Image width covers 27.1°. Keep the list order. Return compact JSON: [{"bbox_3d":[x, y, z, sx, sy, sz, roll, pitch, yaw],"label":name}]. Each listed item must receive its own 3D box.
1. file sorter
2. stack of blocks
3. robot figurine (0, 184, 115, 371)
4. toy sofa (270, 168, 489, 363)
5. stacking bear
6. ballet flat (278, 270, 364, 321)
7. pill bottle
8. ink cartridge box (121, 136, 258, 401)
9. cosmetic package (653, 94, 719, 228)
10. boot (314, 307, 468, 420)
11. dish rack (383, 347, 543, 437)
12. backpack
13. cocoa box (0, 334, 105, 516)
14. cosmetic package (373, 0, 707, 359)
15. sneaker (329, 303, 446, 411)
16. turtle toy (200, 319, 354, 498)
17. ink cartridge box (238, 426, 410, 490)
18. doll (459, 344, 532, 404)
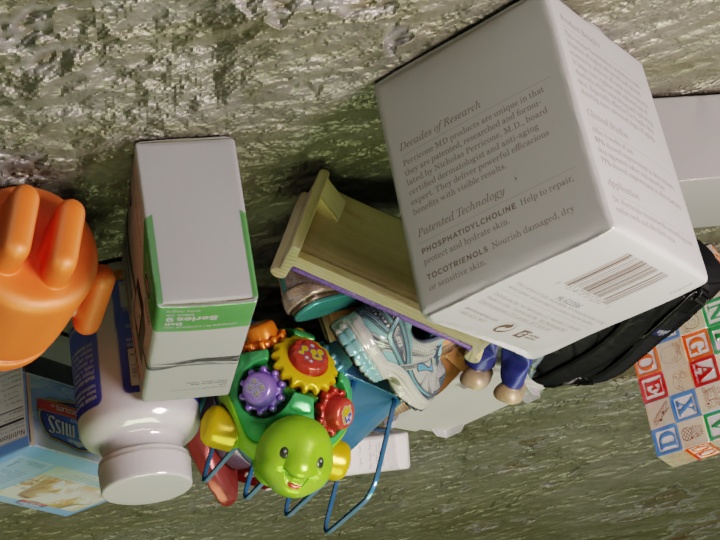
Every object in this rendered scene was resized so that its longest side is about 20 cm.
[{"bbox_3d":[-0.081,0.156,1.466,0.198,0.124,0.139,24,144,-13],"label":"file sorter"},{"bbox_3d":[0.347,0.089,1.558,0.114,0.202,0.058,-21,153,23],"label":"stack of blocks"},{"bbox_3d":[-0.284,0.010,1.220,0.143,0.117,0.200,-24,167,-39],"label":"robot figurine"},{"bbox_3d":[0.027,0.003,1.282,0.198,0.084,0.098,24,153,-7],"label":"toy sofa"},{"bbox_3d":[-0.086,0.145,1.608,0.198,0.122,0.114,-27,117,8],"label":"stacking bear"},{"bbox_3d":[0.000,0.000,1.370,0.199,0.068,0.068,-4,151,-50],"label":"ballet flat"},{"bbox_3d":[-0.204,0.103,1.350,0.110,0.202,0.112,-9,156,-4],"label":"pill bottle"},{"bbox_3d":[-0.145,0.005,1.232,0.083,0.148,0.201,-5,154,-15],"label":"ink cartridge box"},{"bbox_3d":[0.312,-0.094,1.293,0.197,0.091,0.107,-9,158,-14],"label":"cosmetic package"},{"bbox_3d":[0.042,0.050,1.507,0.154,0.074,0.201,-32,131,2],"label":"boot"},{"bbox_3d":[0.112,0.140,1.695,0.199,0.044,0.171,-28,152,35],"label":"dish rack"},{"bbox_3d":[0.240,0.038,1.499,0.161,0.154,0.201,0,133,-34],"label":"backpack"},{"bbox_3d":[-0.315,0.153,1.492,0.132,0.133,0.199,-22,153,24],"label":"cocoa box"},{"bbox_3d":[0.136,-0.066,1.137,0.165,0.202,0.167,-27,151,29],"label":"cosmetic package"},{"bbox_3d":[0.052,0.071,1.396,0.086,0.078,0.200,-37,156,10],"label":"sneaker"},{"bbox_3d":[-0.063,0.123,1.326,0.144,0.201,0.102,17,131,-18],"label":"turtle toy"},{"bbox_3d":[-0.063,0.207,1.705,0.174,0.045,0.199,-5,-179,-24],"label":"ink cartridge box"},{"bbox_3d":[0.145,0.031,1.442,0.048,0.135,0.202,-37,140,-46],"label":"doll"}]
